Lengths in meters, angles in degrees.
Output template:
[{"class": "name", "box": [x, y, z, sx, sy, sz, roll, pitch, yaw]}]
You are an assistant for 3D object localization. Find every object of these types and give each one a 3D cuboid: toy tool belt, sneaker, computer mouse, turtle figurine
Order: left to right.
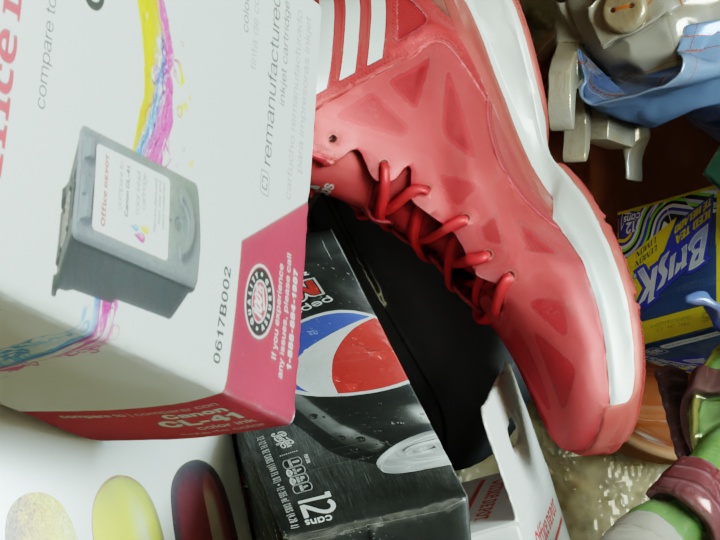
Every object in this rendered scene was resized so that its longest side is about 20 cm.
[{"class": "computer mouse", "box": [0.000, 0.000, 1.113, 0.140, 0.046, 0.201, -26, 107, -28]}, {"class": "sneaker", "box": [0.023, -0.015, 1.062, 0.115, 0.078, 0.201, -11, 66, -24]}, {"class": "toy tool belt", "box": [0.122, -0.091, 1.154, 0.200, 0.125, 0.123, 3, 79, -52]}, {"class": "turtle figurine", "box": [0.177, 0.071, 1.034, 0.194, 0.199, 0.144, -53, 151, -34]}]

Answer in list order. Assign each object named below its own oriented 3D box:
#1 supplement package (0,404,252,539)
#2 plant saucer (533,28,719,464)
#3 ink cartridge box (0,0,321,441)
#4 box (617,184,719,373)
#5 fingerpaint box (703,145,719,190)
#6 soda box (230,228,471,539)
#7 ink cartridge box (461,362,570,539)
[{"class": "supplement package", "box": [-0.112, 0.090, 0.977, 0.113, 0.109, 0.201, -10, 86, -39]}, {"class": "plant saucer", "box": [0.127, -0.015, 1.243, 0.200, 0.032, 0.201, 10, 74, -36]}, {"class": "ink cartridge box", "box": [-0.095, -0.042, 0.851, 0.200, 0.085, 0.148, 31, 60, -60]}, {"class": "box", "box": [0.203, 0.019, 1.229, 0.199, 0.070, 0.065, 15, 70, -35]}, {"class": "fingerpaint box", "box": [0.258, -0.081, 1.170, 0.200, 0.167, 0.073, 2, 35, -51]}, {"class": "soda box", "box": [-0.015, 0.062, 1.001, 0.063, 0.200, 0.071, -11, 119, -10]}, {"class": "ink cartridge box", "box": [0.052, 0.146, 1.083, 0.116, 0.068, 0.201, -43, 116, -80]}]
